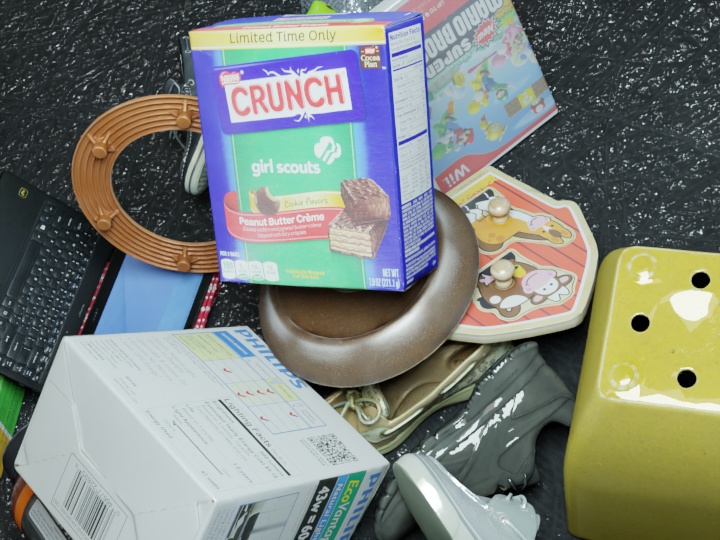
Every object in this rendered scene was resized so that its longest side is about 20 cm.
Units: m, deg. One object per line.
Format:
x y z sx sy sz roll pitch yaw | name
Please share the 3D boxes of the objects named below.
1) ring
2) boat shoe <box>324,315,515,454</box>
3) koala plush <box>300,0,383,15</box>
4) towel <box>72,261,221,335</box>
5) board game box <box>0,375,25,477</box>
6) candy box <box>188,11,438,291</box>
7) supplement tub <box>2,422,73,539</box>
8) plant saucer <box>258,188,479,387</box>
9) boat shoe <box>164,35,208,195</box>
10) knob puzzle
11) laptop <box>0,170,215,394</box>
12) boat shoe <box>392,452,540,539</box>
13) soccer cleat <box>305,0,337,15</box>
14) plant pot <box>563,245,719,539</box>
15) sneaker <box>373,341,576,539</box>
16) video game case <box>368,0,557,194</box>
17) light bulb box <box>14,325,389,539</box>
-0.152 -0.066 1.111 0.197 0.202 0.019 -10 42 13 | ring
0.034 0.094 1.076 0.198 0.063 0.074 -30 57 0 | boat shoe
-0.033 -0.157 1.187 0.200 0.184 0.178 -43 55 7 | koala plush
-0.215 0.085 1.190 0.143 0.023 0.202 4 62 23 | towel
-0.416 0.114 1.229 0.197 0.040 0.155 -1 62 18 | board game box
-0.033 -0.093 0.998 0.167 0.077 0.203 3 107 25 | candy box
-0.219 0.210 1.069 0.107 0.107 0.200 -41 59 -7 | supplement tub
0.000 0.000 1.068 0.197 0.032 0.203 -13 54 18 | plant saucer
-0.164 -0.158 1.271 0.061 0.075 0.202 6 55 -6 | boat shoe
0.111 -0.012 1.078 0.216 0.031 0.221 -7 40 6 | knob puzzle
-0.255 0.018 1.169 0.103 0.199 0.179 -23 42 53 | laptop
0.106 0.207 0.965 0.071 0.070 0.201 -38 84 -19 | boat shoe
-0.068 -0.141 1.106 0.200 0.067 0.082 -48 32 38 | soccer cleat
0.244 0.083 0.931 0.193 0.200 0.197 5 64 22 | plant pot
0.092 0.152 1.020 0.091 0.076 0.200 45 95 6 | sneaker
0.084 -0.172 1.127 0.142 0.201 0.017 -37 41 -5 | video game case
-0.121 0.150 1.000 0.198 0.199 0.126 40 114 32 | light bulb box
